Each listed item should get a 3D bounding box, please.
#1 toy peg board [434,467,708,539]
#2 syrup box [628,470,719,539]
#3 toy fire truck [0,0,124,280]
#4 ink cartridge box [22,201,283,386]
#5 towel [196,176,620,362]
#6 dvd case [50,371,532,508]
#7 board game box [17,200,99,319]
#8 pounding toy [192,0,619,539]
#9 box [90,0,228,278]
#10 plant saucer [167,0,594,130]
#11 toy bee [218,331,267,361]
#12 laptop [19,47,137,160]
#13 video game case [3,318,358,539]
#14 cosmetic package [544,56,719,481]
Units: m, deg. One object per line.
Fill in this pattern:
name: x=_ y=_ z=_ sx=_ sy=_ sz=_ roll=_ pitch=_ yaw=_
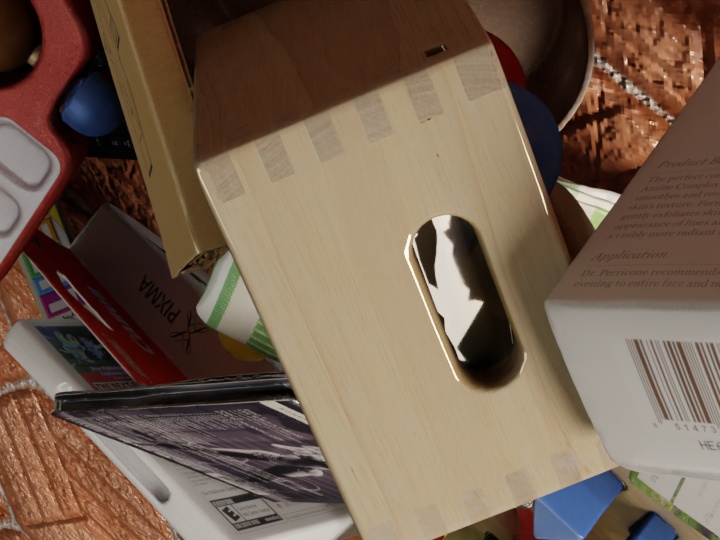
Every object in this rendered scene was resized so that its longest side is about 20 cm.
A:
toy peg board: x=0.098 y=0.170 z=0.872 sx=0.200 sy=0.098 sz=0.199 roll=43 pitch=145 yaw=8
syrup box: x=0.223 y=0.102 z=0.685 sx=0.199 sy=0.081 sz=0.079 roll=34 pitch=145 yaw=19
toy fire truck: x=-0.199 y=-0.101 z=0.782 sx=0.168 sy=0.112 sz=0.200 roll=38 pitch=122 yaw=-6
ink cartridge box: x=-0.104 y=0.024 z=0.884 sx=0.200 sy=0.044 sz=0.173 roll=41 pitch=-179 yaw=40
towel: x=0.036 y=0.002 z=0.734 sx=0.198 sy=0.023 sz=0.153 roll=18 pitch=125 yaw=-9
dvd case: x=-0.037 y=0.083 z=0.762 sx=0.148 sy=0.016 sz=0.199 roll=27 pitch=158 yaw=-34
board game box: x=-0.206 y=-0.042 z=1.001 sx=0.135 sy=0.034 sz=0.201 roll=-123 pitch=15 yaw=-57
pounding toy: x=0.040 y=-0.009 z=0.601 sx=0.184 sy=0.141 sz=0.201 roll=-103 pitch=-10 yaw=-67
box: x=-0.094 y=-0.098 z=0.655 sx=0.163 sy=0.021 sz=0.202 roll=159 pitch=93 yaw=-80
plant saucer: x=0.004 y=-0.117 z=0.674 sx=0.198 sy=0.035 sz=0.201 roll=14 pitch=146 yaw=10
toy bee: x=0.000 y=0.000 z=0.809 sx=0.199 sy=0.132 sz=0.108 roll=27 pitch=-178 yaw=-41
laptop: x=-0.163 y=-0.112 z=0.880 sx=0.199 sy=0.103 sz=0.178 roll=6 pitch=127 yaw=35
video game case: x=-0.089 y=0.094 z=0.930 sx=0.182 sy=0.200 sz=0.023 roll=43 pitch=105 yaw=20
cosmetic package: x=0.154 y=-0.024 z=0.531 sx=0.101 sy=0.200 sz=0.074 roll=1 pitch=128 yaw=43
